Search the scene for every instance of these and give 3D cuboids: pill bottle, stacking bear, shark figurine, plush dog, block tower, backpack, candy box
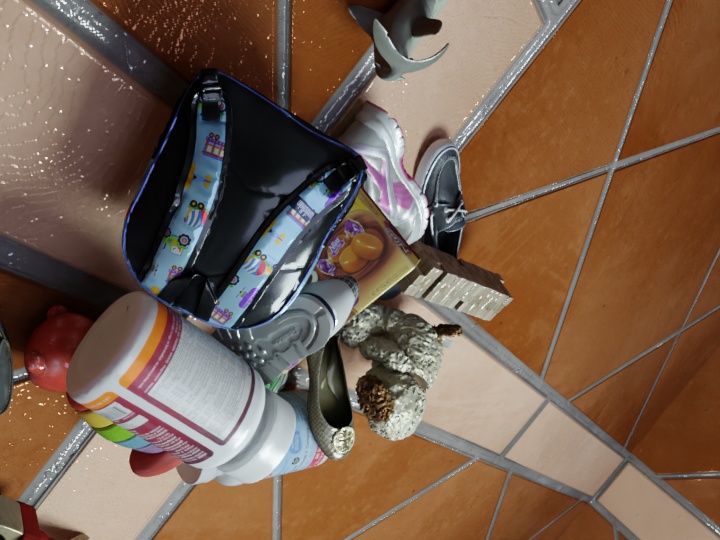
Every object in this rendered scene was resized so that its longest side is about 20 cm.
[{"bbox_3d":[-0.160,0.117,0.613,0.110,0.110,0.200,-48,122,-1],"label":"pill bottle"},{"bbox_3d":[-0.254,0.117,0.673,0.200,0.113,0.122,47,41,-39],"label":"stacking bear"},{"bbox_3d":[0.025,-0.239,0.657,0.089,0.215,0.128,35,131,-15],"label":"shark figurine"},{"bbox_3d":[0.057,0.152,0.913,0.200,0.159,0.173,53,45,-51],"label":"plush dog"},{"bbox_3d":[0.132,0.018,0.908,0.199,0.058,0.054,17,124,-42],"label":"block tower"},{"bbox_3d":[-0.140,0.221,0.862,0.199,0.109,0.109,1,120,-43],"label":"pill bottle"},{"bbox_3d":[-0.114,-0.057,0.604,0.182,0.135,0.201,27,96,-16],"label":"backpack"},{"bbox_3d":[-0.046,0.008,0.727,0.200,0.117,0.056,-39,-179,16],"label":"candy box"}]

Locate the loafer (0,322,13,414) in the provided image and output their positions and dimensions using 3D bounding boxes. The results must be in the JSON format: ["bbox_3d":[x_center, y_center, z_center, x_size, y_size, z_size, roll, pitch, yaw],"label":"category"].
[{"bbox_3d":[-0.347,0.066,0.570,0.072,0.072,0.201,-23,135,-30],"label":"loafer"}]

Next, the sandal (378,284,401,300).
[{"bbox_3d":[0.000,0.001,0.879,0.076,0.043,0.200,-48,151,9],"label":"sandal"}]

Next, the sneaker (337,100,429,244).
[{"bbox_3d":[0.016,-0.100,0.783,0.088,0.081,0.201,-37,132,-12],"label":"sneaker"}]

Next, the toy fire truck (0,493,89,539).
[{"bbox_3d":[-0.400,0.344,0.727,0.176,0.129,0.200,-46,131,-4],"label":"toy fire truck"}]

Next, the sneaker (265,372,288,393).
[{"bbox_3d":[-0.129,0.146,0.794,0.201,0.078,0.086,-59,153,-33],"label":"sneaker"}]

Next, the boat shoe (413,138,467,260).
[{"bbox_3d":[0.116,-0.080,0.893,0.071,0.068,0.201,-21,134,-30],"label":"boat shoe"}]

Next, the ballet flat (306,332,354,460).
[{"bbox_3d":[-0.039,0.153,0.866,0.067,0.046,0.202,-6,86,-47],"label":"ballet flat"}]

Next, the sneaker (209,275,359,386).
[{"bbox_3d":[-0.084,0.063,0.686,0.077,0.199,0.081,58,38,-12],"label":"sneaker"}]
